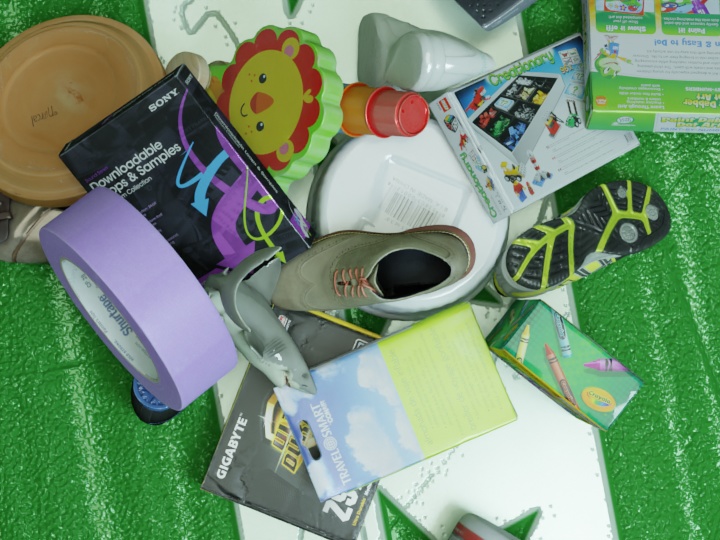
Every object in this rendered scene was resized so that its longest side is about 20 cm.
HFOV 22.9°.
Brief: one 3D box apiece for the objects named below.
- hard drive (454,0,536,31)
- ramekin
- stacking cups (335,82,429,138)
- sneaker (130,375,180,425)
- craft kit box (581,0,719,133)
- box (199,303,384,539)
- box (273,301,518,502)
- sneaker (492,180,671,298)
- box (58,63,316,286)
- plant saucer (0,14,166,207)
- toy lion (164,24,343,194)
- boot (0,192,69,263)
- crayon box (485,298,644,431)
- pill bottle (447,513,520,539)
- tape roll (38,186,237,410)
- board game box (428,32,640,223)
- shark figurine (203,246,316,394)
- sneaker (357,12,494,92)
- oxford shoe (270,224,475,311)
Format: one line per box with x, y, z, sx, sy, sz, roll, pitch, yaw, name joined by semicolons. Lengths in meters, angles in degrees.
0.158;-0.328;1.711;0.200;0.042;0.135;-42;65;-2;hard drive
0.048;-0.052;1.693;0.200;0.098;0.201;0;88;-2;ramekin
-0.014;-0.147;1.650;0.060;0.200;0.061;-11;107;-41;stacking cups
-0.162;0.058;1.702;0.070;0.078;0.200;30;66;2;sneaker
0.313;-0.228;1.705;0.200;0.049;0.198;2;66;-1;craft kit box
-0.044;0.144;1.708;0.159;0.049;0.200;22;87;-3;box
0.032;0.123;1.663;0.200;0.048;0.122;-23;88;-2;box
0.208;-0.030;1.707;0.200;0.076;0.076;-19;82;-26;sneaker
-0.156;-0.067;1.605;0.143;0.036;0.200;-32;106;21;box
-0.279;-0.155;1.676;0.200;0.032;0.201;-5;65;11;plant saucer
-0.100;-0.127;1.654;0.191;0.069;0.200;7;88;39;toy lion
-0.298;-0.100;1.703;0.146;0.070;0.200;17;76;10;boot
0.182;0.084;1.641;0.119;0.200;0.058;38;88;-1;crayon box
0.098;0.340;1.672;0.116;0.116;0.200;30;88;-1;pill bottle
-0.195;0.025;1.558;0.066;0.200;0.200;-39;90;-17;tape roll
0.167;-0.137;1.676;0.200;0.035;0.126;-27;88;-39;board game box
-0.096;0.020;1.567;0.128;0.215;0.090;34;75;25;shark figurine
0.059;-0.197;1.662;0.088;0.200;0.075;-1;104;-21;sneaker
0.000;0.000;1.598;0.200;0.075;0.071;-14;99;17;oxford shoe
